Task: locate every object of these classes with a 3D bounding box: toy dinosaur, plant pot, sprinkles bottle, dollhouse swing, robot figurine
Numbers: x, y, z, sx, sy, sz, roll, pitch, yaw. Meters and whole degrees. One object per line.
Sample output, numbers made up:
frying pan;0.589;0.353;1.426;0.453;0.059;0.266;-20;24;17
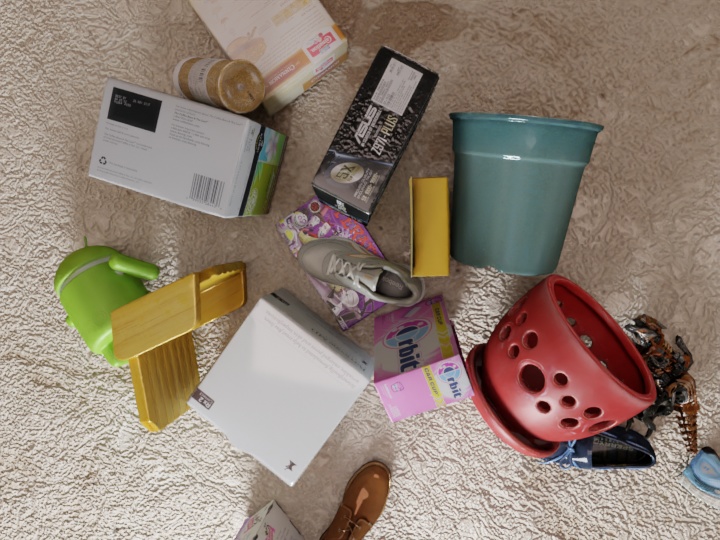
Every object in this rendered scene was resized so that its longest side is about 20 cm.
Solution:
toy dinosaur;0.433;0.168;0.796;0.135;0.102;0.201;-27;69;-9
plant pot;0.258;0.135;0.752;0.200;0.200;0.183;45;121;2
sprinkles bottle;-0.206;-0.266;0.788;0.068;0.200;0.069;-14;116;-30
dollhouse swing;-0.235;0.105;0.811;0.181;0.200;0.177;-24;90;8
plant pot;0.208;-0.105;0.758;0.199;0.200;0.198;7;104;6
robot figurine;-0.393;0.047;0.861;0.175;0.116;0.200;-44;77;28

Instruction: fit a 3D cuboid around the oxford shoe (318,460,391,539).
oxford shoe;-0.010;0.396;0.873;0.071;0.071;0.201;28;95;6

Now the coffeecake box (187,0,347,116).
coffeecake box;-0.137;-0.361;0.820;0.153;0.073;0.201;-36;89;-1

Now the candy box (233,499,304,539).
candy box;-0.118;0.482;0.842;0.071;0.168;0.200;-37;89;6

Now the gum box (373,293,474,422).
gum box;0.082;0.113;0.780;0.113;0.200;0.066;-21;109;9

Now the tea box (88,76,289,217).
tea box;-0.232;-0.167;0.792;0.199;0.197;0.135;18;100;6

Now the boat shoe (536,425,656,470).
boat shoe;0.332;0.253;0.821;0.198;0.069;0.085;-3;94;7

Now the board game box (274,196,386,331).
board game box;-0.031;-0.020;0.866;0.120;0.032;0.201;-34;90;4

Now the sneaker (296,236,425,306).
sneaker;0.000;0.000;0.804;0.199;0.092;0.076;16;94;5

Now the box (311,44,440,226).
box;0.018;-0.175;0.766;0.086;0.164;0.201;27;90;0

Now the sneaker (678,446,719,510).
sneaker;0.573;0.316;0.794;0.199;0.078;0.091;21;93;5

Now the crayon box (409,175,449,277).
crayon box;0.097;-0.058;0.759;0.050;0.200;0.128;0;94;9

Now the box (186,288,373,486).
box;-0.111;0.167;0.837;0.199;0.131;0.200;37;98;2
